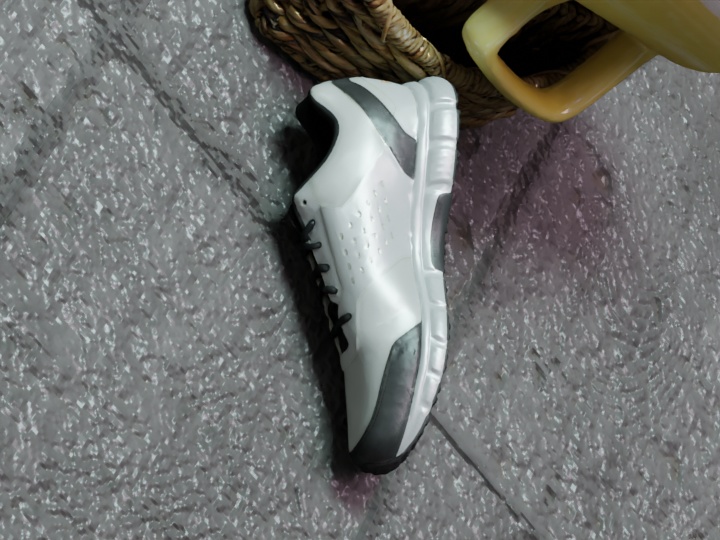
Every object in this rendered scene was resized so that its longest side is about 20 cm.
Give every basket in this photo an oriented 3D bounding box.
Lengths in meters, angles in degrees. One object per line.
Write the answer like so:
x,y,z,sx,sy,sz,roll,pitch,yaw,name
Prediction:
0.056,-0.161,1.446,0.199,0.148,0.144,18,59,-45,basket

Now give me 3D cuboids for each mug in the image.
0.149,-0.167,1.417,0.153,0.186,0.150,36,46,-53,mug

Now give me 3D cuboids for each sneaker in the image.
0.000,0.000,1.379,0.079,0.074,0.201,8,68,-16,sneaker
